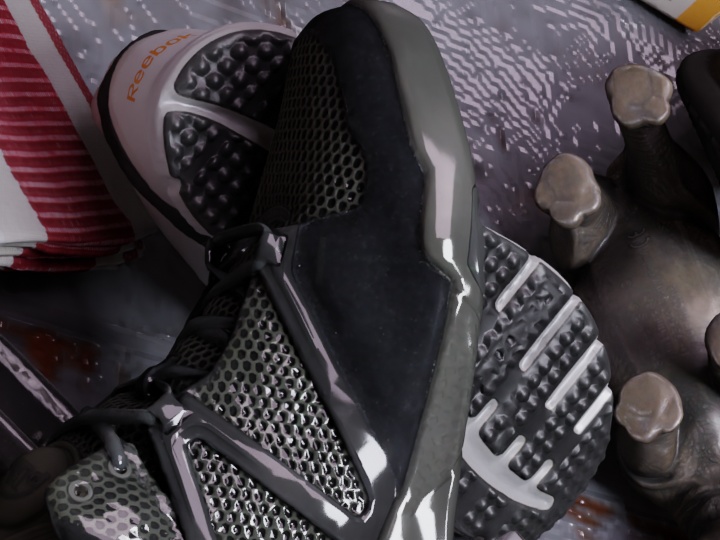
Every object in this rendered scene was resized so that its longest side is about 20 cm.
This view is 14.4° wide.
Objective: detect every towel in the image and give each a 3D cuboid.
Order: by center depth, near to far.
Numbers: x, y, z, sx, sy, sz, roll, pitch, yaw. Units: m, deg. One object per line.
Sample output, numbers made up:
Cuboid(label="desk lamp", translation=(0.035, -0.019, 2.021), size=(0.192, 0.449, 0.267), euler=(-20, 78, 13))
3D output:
Cuboid(label="towel", translation=(-0.136, -0.061, 0.742), size=(0.144, 0.023, 0.200), euler=(60, 22, 12))

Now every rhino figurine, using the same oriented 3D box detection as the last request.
Cuboid(label="rhino figurine", translation=(0.104, 0.043, 0.871), size=(0.087, 0.060, 0.200), euler=(63, 9, -68))

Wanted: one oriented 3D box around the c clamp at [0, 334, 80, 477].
Cuboid(label="c clamp", translation=(-0.109, 0.086, 0.710), size=(0.200, 0.027, 0.171), euler=(41, 39, -7))

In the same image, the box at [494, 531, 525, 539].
Cuboid(label="box", translation=(0.075, 0.180, 0.783), size=(0.200, 0.035, 0.110), euler=(48, 43, -2))

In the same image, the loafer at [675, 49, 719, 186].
Cuboid(label="loafer", translation=(0.152, -0.054, 0.924), size=(0.073, 0.071, 0.200), euler=(66, 17, -8))

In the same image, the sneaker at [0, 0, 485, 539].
Cuboid(label="sneaker", translation=(-0.033, 0.026, 0.701), size=(0.114, 0.076, 0.199), euler=(8, 87, -20))

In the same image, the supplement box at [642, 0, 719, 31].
Cuboid(label="supplement box", translation=(0.067, -0.191, 1.002), size=(0.200, 0.074, 0.126), euler=(28, 47, -21))

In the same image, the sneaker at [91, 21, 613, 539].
Cuboid(label="sneaker", translation=(0.000, 0.000, 0.811), size=(0.074, 0.080, 0.200), euler=(-46, 120, -13))
